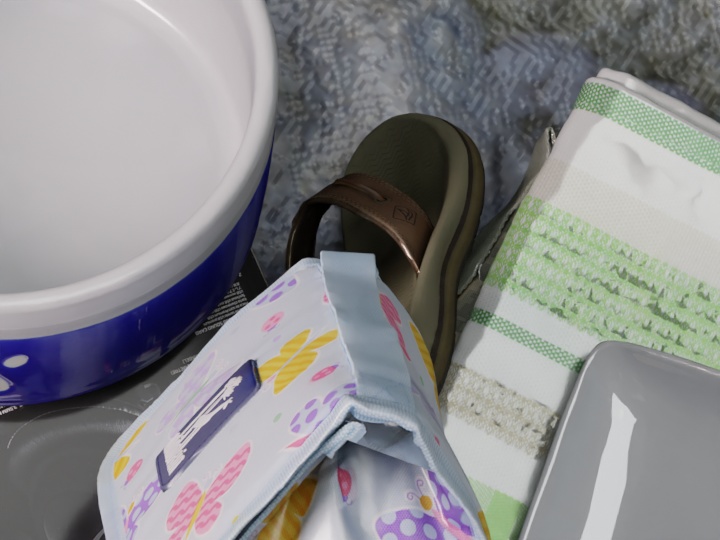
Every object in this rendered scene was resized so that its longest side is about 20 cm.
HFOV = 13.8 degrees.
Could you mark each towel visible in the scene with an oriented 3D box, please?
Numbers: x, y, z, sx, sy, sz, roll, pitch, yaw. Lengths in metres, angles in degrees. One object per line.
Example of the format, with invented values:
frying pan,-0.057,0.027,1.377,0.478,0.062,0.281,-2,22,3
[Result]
towel,0.106,0.045,1.084,0.149,0.031,0.201,27,79,0

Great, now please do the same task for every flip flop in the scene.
flip flop,0.000,0.000,1.118,0.057,0.081,0.200,30,35,-14

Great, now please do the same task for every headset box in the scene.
headset box,-0.080,0.097,1.118,0.148,0.077,0.201,-23,82,-17

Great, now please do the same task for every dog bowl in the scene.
dog bowl,-0.130,-0.055,1.083,0.199,0.079,0.201,2,60,-4

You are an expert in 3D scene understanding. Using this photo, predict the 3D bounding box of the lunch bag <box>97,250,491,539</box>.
lunch bag,-0.022,0.106,0.963,0.126,0.170,0.201,8,108,-10

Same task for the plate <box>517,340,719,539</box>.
plate,0.137,0.143,1.008,0.199,0.032,0.201,17,76,23

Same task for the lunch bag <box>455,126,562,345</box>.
lunch bag,0.114,0.054,1.152,0.200,0.118,0.164,38,72,-5
